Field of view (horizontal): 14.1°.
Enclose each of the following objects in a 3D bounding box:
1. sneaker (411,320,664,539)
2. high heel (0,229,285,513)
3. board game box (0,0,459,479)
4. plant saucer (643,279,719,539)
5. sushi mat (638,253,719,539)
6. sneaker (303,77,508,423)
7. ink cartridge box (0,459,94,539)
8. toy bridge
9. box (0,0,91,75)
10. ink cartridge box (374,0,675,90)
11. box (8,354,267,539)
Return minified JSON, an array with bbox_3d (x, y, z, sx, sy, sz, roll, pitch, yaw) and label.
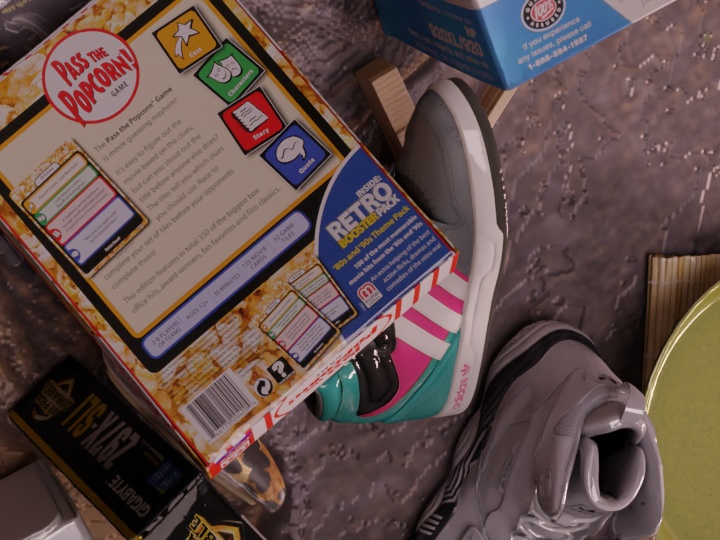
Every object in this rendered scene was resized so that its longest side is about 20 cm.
[{"bbox_3d":[0.091,0.133,1.517,0.075,0.115,0.201,17,98,-26],"label":"sneaker"},{"bbox_3d":[-0.066,0.005,1.394,0.142,0.071,0.200,-41,79,-3],"label":"high heel"},{"bbox_3d":[-0.076,-0.031,1.324,0.151,0.046,0.200,-39,83,-7],"label":"board game box"},{"bbox_3d":[0.226,0.087,1.586,0.199,0.031,0.202,-5,100,-28],"label":"plant saucer"},{"bbox_3d":[0.197,0.085,1.608,0.095,0.012,0.201,-5,107,-23],"label":"sushi mat"},{"bbox_3d":[0.000,0.000,1.444,0.120,0.084,0.201,-13,130,-22],"label":"sneaker"},{"bbox_3d":[-0.170,0.216,1.438,0.144,0.085,0.201,-28,115,-8],"label":"ink cartridge box"},{"bbox_3d":[0.020,-0.074,1.476,0.199,0.027,0.067,-32,116,-11],"label":"toy bridge"},{"bbox_3d":[-0.125,-0.198,1.363,0.199,0.050,0.158,-28,115,-14],"label":"box"},{"bbox_3d":[0.067,-0.218,1.388,0.147,0.145,0.201,-28,115,-13],"label":"ink cartridge box"},{"bbox_3d":[-0.077,0.132,1.395,0.049,0.200,0.160,-43,117,-7],"label":"box"}]
